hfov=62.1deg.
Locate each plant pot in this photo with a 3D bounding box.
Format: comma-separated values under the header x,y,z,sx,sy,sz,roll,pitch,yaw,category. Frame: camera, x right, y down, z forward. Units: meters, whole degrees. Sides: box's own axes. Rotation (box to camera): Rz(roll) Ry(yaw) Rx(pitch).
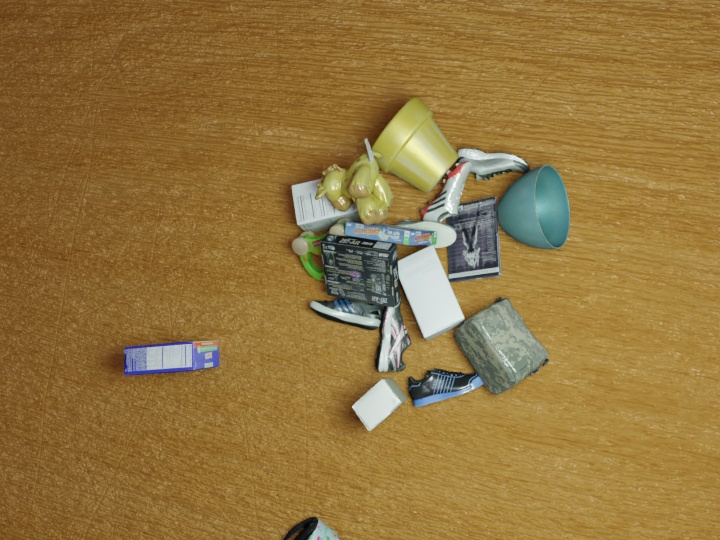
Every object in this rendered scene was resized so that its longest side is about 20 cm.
x,y,z,sx,sy,sz,roll,pitch,yaw,category
0.425,-0.149,1.509,0.132,0.197,0.207,-8,76,42,plant pot
0.150,-0.313,1.573,0.188,0.201,0.202,41,88,0,plant pot

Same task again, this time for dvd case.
x,y,z,sx,sy,sz,roll,pitch,yaw,category
0.292,-0.078,1.557,0.146,0.016,0.207,-9,76,38,dvd case

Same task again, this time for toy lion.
x,y,z,sx,sy,sz,roll,pitch,yaw,category
-0.062,-0.027,1.592,0.195,0.069,0.196,-15,107,28,toy lion

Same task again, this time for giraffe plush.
x,y,z,sx,sy,sz,roll,pitch,yaw,category
-0.028,-0.207,1.490,0.158,0.172,0.206,-10,95,28,giraffe plush

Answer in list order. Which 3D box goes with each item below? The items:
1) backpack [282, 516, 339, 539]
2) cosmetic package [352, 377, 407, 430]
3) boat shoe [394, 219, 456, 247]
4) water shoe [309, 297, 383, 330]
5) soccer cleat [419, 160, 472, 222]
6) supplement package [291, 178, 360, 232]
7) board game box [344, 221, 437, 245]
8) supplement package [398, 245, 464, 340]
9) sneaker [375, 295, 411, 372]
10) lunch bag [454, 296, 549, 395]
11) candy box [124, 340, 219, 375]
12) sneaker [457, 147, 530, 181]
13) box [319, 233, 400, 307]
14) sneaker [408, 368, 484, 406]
x,y,z,sx,sy,sz,roll,pitch,yaw,category
-0.136,0.711,1.462,0.126,0.167,0.201,40,85,-6,backpack
0.051,0.323,1.464,0.103,0.200,0.074,-40,77,0,cosmetic package
0.169,-0.106,1.556,0.196,0.062,0.074,3,123,40,boat shoe
-0.036,0.099,1.592,0.194,0.072,0.081,15,73,5,water shoe
0.239,-0.193,1.574,0.085,0.068,0.201,46,107,25,soccer cleat
-0.074,-0.183,1.619,0.194,0.114,0.113,-11,79,6,supplement package
0.076,-0.093,1.498,0.196,0.134,0.036,11,99,35,board game box
0.177,0.060,1.533,0.115,0.117,0.205,-24,76,4,supplement package
0.093,0.167,1.560,0.084,0.080,0.206,10,84,-8,sneaker
0.356,0.179,1.472,0.165,0.140,0.202,-27,74,-28,lunch bag
-0.496,0.231,1.587,0.194,0.169,0.080,-5,83,8,candy box
0.351,-0.274,1.593,0.194,0.074,0.082,9,91,17,sneaker
0.000,0.000,1.511,0.195,0.044,0.164,8,123,24,box
0.215,0.280,1.512,0.195,0.070,0.080,-18,82,6,sneaker
